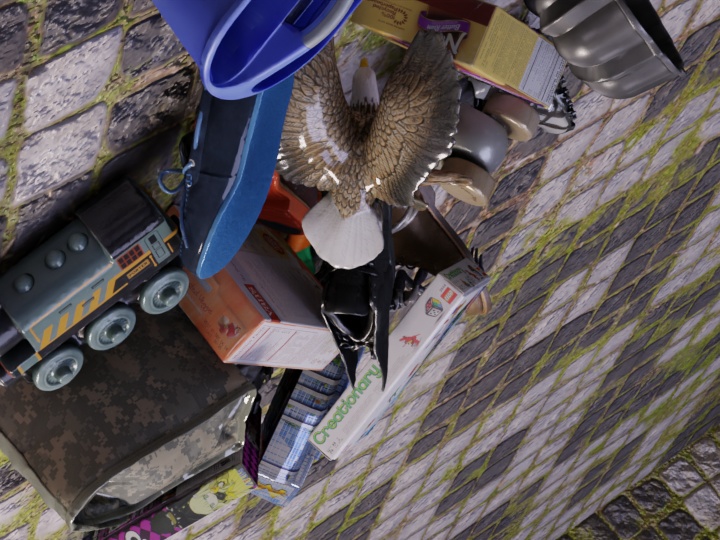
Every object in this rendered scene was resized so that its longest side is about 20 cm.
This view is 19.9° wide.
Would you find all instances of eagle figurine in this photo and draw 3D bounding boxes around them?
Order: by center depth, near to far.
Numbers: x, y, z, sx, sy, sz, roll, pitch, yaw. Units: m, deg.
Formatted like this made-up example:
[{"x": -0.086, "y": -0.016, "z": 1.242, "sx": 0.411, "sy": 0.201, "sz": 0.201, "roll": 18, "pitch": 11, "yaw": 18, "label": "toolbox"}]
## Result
[{"x": 0.000, "y": -0.113, "z": 1.627, "sx": 0.151, "sy": 0.151, "sz": 0.200, "roll": -30, "pitch": 159, "yaw": -7, "label": "eagle figurine"}]

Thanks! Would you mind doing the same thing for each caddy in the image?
[{"x": -0.049, "y": -0.207, "z": 1.427, "sx": 0.200, "sy": 0.105, "sz": 0.141, "roll": -49, "pitch": 160, "yaw": 21, "label": "caddy"}]

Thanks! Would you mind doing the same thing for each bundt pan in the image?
[{"x": 0.188, "y": -0.227, "z": 1.720, "sx": 0.076, "sy": 0.203, "sz": 0.202, "roll": -34, "pitch": 163, "yaw": 17, "label": "bundt pan"}]

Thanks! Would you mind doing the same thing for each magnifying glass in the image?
[{"x": -0.065, "y": -0.014, "z": 1.953, "sx": 0.079, "sy": 0.022, "sz": 0.200, "roll": -29, "pitch": 159, "yaw": -33, "label": "magnifying glass"}]

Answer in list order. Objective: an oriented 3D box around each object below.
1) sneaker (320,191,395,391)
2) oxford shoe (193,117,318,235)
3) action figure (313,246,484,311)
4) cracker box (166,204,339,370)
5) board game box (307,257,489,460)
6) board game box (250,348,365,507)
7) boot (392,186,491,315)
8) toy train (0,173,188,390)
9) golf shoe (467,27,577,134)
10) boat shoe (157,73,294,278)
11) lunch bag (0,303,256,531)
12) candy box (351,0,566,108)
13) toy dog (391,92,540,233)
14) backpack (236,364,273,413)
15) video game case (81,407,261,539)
[{"x": -0.003, "y": 0.000, "z": 1.771, "sx": 0.105, "sy": 0.060, "sz": 0.201, "roll": -74, "pitch": 159, "yaw": -46, "label": "sneaker"}, {"x": -0.084, "y": -0.101, "z": 1.689, "sx": 0.200, "sy": 0.071, "sz": 0.073, "roll": 58, "pitch": 47, "yaw": -64, "label": "oxford shoe"}, {"x": 0.019, "y": 0.001, "z": 2.016, "sx": 0.199, "sy": 0.103, "sz": 0.119, "roll": 8, "pitch": 151, "yaw": -37, "label": "action figure"}, {"x": -0.096, "y": 0.018, "z": 1.786, "sx": 0.058, "sy": 0.134, "sz": 0.200, "roll": -44, "pitch": 160, "yaw": 13, "label": "cracker box"}, {"x": 0.037, "y": 0.080, "z": 1.890, "sx": 0.200, "sy": 0.035, "sz": 0.126, "roll": -52, "pitch": 173, "yaw": 14, "label": "board game box"}, {"x": -0.059, "y": 0.147, "z": 2.030, "sx": 0.200, "sy": 0.061, "sz": 0.201, "roll": -107, "pitch": -140, "yaw": -83, "label": "board game box"}, {"x": 0.054, "y": -0.024, "z": 1.947, "sx": 0.075, "sy": 0.200, "sz": 0.074, "roll": -40, "pitch": -155, "yaw": -11, "label": "boot"}, {"x": -0.222, "y": 0.011, "z": 1.624, "sx": 0.200, "sy": 0.085, "sz": 0.114, "roll": -37, "pitch": 148, "yaw": -8, "label": "toy train"}, {"x": 0.151, "y": -0.172, "z": 1.967, "sx": 0.094, "sy": 0.078, "sz": 0.200, "roll": -25, "pitch": 160, "yaw": 6, "label": "golf shoe"}, {"x": -0.104, "y": -0.091, "z": 1.574, "sx": 0.084, "sy": 0.068, "sz": 0.201, "roll": -27, "pitch": 143, "yaw": -58, "label": "boat shoe"}, {"x": -0.214, "y": 0.115, "z": 1.722, "sx": 0.199, "sy": 0.164, "sz": 0.118, "roll": -30, "pitch": 156, "yaw": -29, "label": "lunch bag"}, {"x": 0.086, "y": -0.192, "z": 1.690, "sx": 0.057, "sy": 0.116, "sz": 0.200, "roll": -68, "pitch": 158, "yaw": 3, "label": "candy box"}, {"x": 0.059, "y": -0.119, "z": 1.785, "sx": 0.199, "sy": 0.096, "sz": 0.132, "roll": -17, "pitch": -138, "yaw": 45, "label": "toy dog"}, {"x": -0.192, "y": 0.134, "z": 1.872, "sx": 0.200, "sy": 0.153, "sz": 0.163, "roll": -56, "pitch": 176, "yaw": -29, "label": "backpack"}, {"x": -0.179, "y": 0.200, "z": 1.969, "sx": 0.181, "sy": 0.036, "sz": 0.200, "roll": -30, "pitch": -164, "yaw": 7, "label": "video game case"}]
